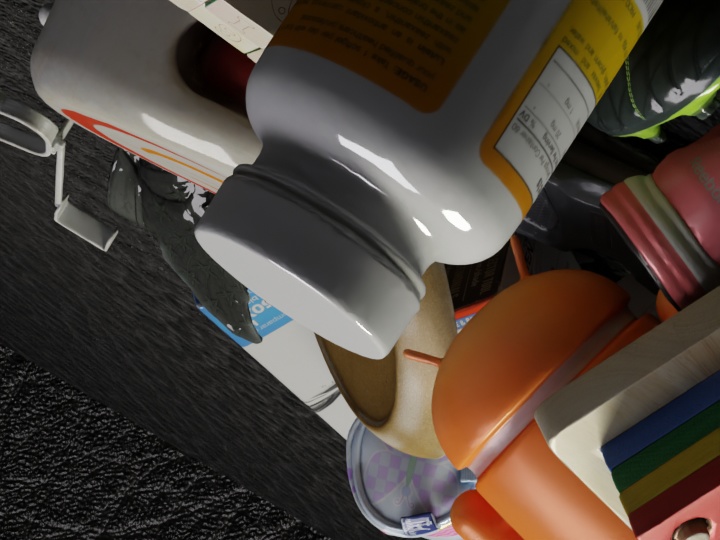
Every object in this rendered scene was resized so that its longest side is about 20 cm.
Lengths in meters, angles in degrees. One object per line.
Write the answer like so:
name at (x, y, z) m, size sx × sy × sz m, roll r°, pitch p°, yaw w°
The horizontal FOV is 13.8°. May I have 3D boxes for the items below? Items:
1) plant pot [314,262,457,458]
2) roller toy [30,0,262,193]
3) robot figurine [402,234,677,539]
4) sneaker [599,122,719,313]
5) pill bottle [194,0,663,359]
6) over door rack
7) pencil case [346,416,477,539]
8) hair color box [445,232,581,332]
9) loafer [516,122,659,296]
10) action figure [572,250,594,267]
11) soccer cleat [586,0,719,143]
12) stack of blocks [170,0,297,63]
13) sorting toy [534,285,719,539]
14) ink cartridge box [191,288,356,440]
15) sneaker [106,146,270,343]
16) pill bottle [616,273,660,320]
plant pot at (0.000, 0.000, 1.477) m, size 0.200 × 0.027 × 0.201 m, roll 164°, pitch 90°, yaw -75°
roller toy at (-0.038, -0.102, 1.298) m, size 0.199 × 0.140 × 0.182 m, roll 23°, pitch 177°, yaw 34°
robot figurine at (0.115, 0.080, 1.347) m, size 0.200 × 0.117 × 0.144 m, roll 45°, pitch 154°, yaw 6°
sneaker at (0.174, -0.024, 1.213) m, size 0.074 × 0.087 × 0.200 m, roll 55°, pitch -161°, yaw 16°
pill bottle at (0.028, -0.073, 1.063) m, size 0.111 × 0.201 × 0.111 m, roll 32°, pitch 169°, yaw 7°
over door rack at (-0.132, -0.109, 1.527) m, size 0.066 × 0.148 × 0.200 m, roll 30°, pitch 168°, yaw 11°
pencil case at (0.064, 0.111, 1.655) m, size 0.090 × 0.084 × 0.200 m, roll -14°, pitch 167°, yaw 18°
hair color box at (0.101, 0.067, 1.560) m, size 0.064 × 0.111 × 0.201 m, roll -19°, pitch 118°, yaw 24°
loafer at (0.139, -0.029, 1.354) m, size 0.199 × 0.063 × 0.072 m, roll 26°, pitch 150°, yaw 18°
action figure at (0.112, 0.036, 1.679) m, size 0.200 × 0.069 × 0.130 m, roll 46°, pitch 171°, yaw -38°
soccer cleat at (0.088, -0.097, 1.159) m, size 0.081 × 0.068 × 0.200 m, roll 47°, pitch 167°, yaw -19°
stack of blocks at (-0.062, -0.172, 1.127) m, size 0.200 × 0.115 × 0.059 m, roll 36°, pitch 169°, yaw -13°
sorting toy at (0.205, 0.072, 1.180) m, size 0.200 × 0.198 × 0.070 m, roll 44°, pitch -163°, yaw -45°
ink cartridge box at (-0.023, -0.001, 1.697) m, size 0.200 × 0.084 × 0.145 m, roll 44°, pitch -160°, yaw -45°
sneaker at (-0.071, -0.052, 1.492) m, size 0.104 × 0.060 × 0.200 m, roll 33°, pitch 144°, yaw 14°
pill bottle at (0.202, 0.073, 1.439) m, size 0.199 × 0.114 × 0.114 m, roll 24°, pitch 166°, yaw 42°
